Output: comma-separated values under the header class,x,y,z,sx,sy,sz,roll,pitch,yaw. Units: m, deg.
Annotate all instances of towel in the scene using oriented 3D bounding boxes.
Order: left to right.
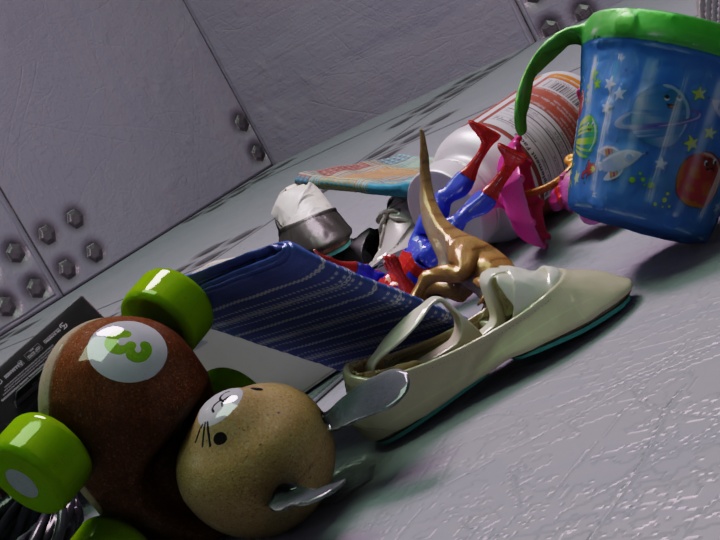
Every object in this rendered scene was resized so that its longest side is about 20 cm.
class,x,y,z,sx,sy,sz,roll,pitch,yaw
towel,-0.020,0.028,0.861,0.200,0.024,0.145,22,-27,-39
towel,0.046,-0.097,1.304,0.146,0.022,0.200,-13,14,-36

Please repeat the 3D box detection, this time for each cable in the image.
class,x,y,z,sx,sy,sz,roll,pitch,yaw
cable,-0.276,0.210,0.946,0.163,0.051,0.200,-31,10,-14

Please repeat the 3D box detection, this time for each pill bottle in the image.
class,x,y,z,sx,sy,sz,roll,pitch,yaw
pill bottle,0.138,-0.095,1.181,0.200,0.112,0.112,-35,11,-35

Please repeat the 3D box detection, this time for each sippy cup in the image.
class,x,y,z,sx,sy,sz,roll,pitch,yaw
sippy cup,0.199,-0.090,0.858,0.139,0.131,0.178,17,0,-38

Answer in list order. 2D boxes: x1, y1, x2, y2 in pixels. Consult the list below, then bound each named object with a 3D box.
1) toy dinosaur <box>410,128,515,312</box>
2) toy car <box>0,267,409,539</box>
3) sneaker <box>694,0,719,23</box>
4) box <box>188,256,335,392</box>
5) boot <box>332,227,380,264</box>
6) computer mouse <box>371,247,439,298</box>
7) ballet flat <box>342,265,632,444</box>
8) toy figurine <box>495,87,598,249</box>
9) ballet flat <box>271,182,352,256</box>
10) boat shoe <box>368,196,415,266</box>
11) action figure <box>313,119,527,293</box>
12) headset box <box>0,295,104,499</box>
class,x,y,z,sx,sy,sz,roll,pitch,yaw
toy dinosaur,0.074,-0.007,0.955,0.106,0.060,0.200,-43,50,-3
toy car,-0.075,0.093,0.740,0.200,0.158,0.164,-6,34,37
sneaker,0.327,-0.194,0.927,0.079,0.079,0.200,-36,22,-13
box,-0.118,0.061,1.100,0.128,0.109,0.200,-32,10,-22
boot,-0.063,0.024,1.313,0.200,0.066,0.165,-17,17,31
computer mouse,0.000,0.000,1.149,0.200,0.034,0.059,-5,42,30
ballet flat,0.076,0.036,0.808,0.200,0.070,0.069,-30,9,-9
toy figurine,0.199,-0.091,1.056,0.184,0.150,0.200,-44,37,-12
ballet flat,-0.060,-0.051,1.297,0.068,0.069,0.200,-24,9,-11
boat shoe,0.044,-0.039,1.257,0.071,0.070,0.200,-33,5,35
action figure,0.037,-0.029,1.029,0.200,0.099,0.065,-59,41,15
headset box,-0.272,0.115,1.116,0.149,0.075,0.200,-44,-4,-22
